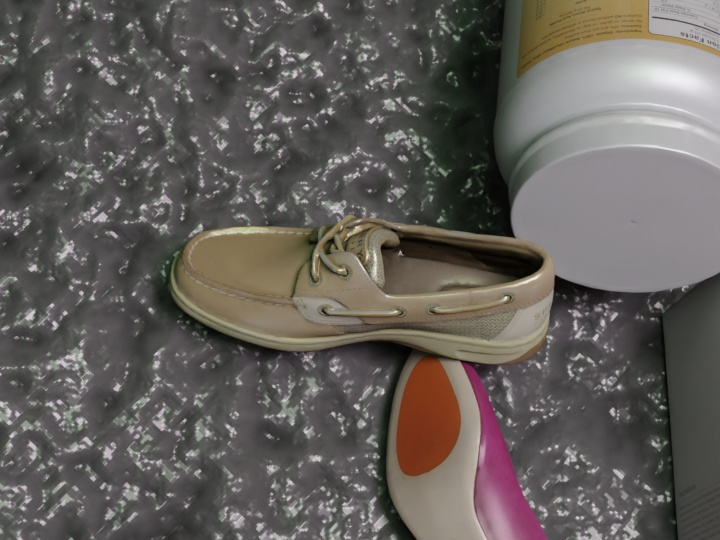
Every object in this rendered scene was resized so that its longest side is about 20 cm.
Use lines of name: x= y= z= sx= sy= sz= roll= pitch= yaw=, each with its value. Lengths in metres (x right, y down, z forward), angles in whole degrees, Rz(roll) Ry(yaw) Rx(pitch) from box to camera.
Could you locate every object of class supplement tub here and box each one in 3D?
supplement tub: x=0.145 y=-0.105 z=0.889 sx=0.144 sy=0.145 sz=0.201 roll=13 pitch=56 yaw=-8

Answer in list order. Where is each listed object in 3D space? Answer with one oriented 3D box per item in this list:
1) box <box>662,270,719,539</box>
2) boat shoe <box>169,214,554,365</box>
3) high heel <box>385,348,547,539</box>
box: x=0.238 y=0.106 z=0.882 sx=0.124 sy=0.098 sz=0.201 roll=3 pitch=71 yaw=-11
boat shoe: x=0.000 y=0.000 z=0.863 sx=0.199 sy=0.065 sz=0.072 roll=8 pitch=50 yaw=5
high heel: x=0.070 y=0.133 z=0.874 sx=0.096 sy=0.067 sz=0.201 roll=22 pitch=53 yaw=-45
